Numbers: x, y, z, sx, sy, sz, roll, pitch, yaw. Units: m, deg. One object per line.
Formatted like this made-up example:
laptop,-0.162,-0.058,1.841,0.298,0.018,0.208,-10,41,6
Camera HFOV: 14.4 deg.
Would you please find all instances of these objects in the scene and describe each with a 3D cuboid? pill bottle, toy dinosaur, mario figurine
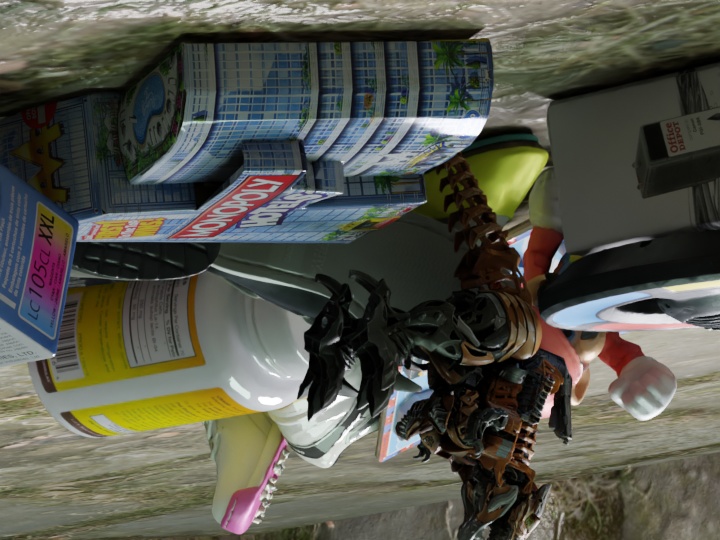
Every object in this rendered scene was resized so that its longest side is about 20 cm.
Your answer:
pill bottle,-0.100,0.038,1.730,0.200,0.109,0.109,-11,170,36
toy dinosaur,0.046,0.042,1.475,0.135,0.200,0.102,-1,154,-23
mario figurine,0.138,0.010,1.598,0.123,0.106,0.200,13,-145,35

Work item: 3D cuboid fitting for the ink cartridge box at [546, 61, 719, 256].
ink cartridge box,0.216,-0.058,1.442,0.200,0.083,0.147,-12,169,33

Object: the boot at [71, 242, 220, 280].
boot,-0.181,-0.027,1.470,0.200,0.068,0.131,4,173,-17

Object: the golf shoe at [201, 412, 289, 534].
golf shoe,-0.082,0.084,1.850,0.091,0.200,0.075,18,136,-4

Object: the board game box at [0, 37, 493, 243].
board game box,-0.064,-0.056,1.336,0.199,0.062,0.200,-4,171,-21

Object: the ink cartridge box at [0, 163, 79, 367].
ink cartridge box,-0.238,-0.023,1.254,0.136,0.076,0.200,-11,151,29

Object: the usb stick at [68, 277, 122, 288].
usb stick,-0.203,-0.004,1.658,0.200,0.033,0.055,-6,163,-3

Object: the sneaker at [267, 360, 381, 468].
sneaker,0.029,0.050,1.804,0.200,0.088,0.076,-29,-143,-11

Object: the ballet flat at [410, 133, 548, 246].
ballet flat,0.037,-0.023,1.591,0.067,0.067,0.200,1,168,-39

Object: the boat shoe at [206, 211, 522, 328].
boat shoe,0.000,0.000,1.552,0.200,0.076,0.060,24,171,12

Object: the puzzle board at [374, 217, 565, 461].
puzzle board,0.082,0.036,1.736,0.151,0.017,0.200,-27,152,-21

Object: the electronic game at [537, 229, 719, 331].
electronic game,0.190,0.009,1.447,0.200,0.042,0.200,-5,172,-1
